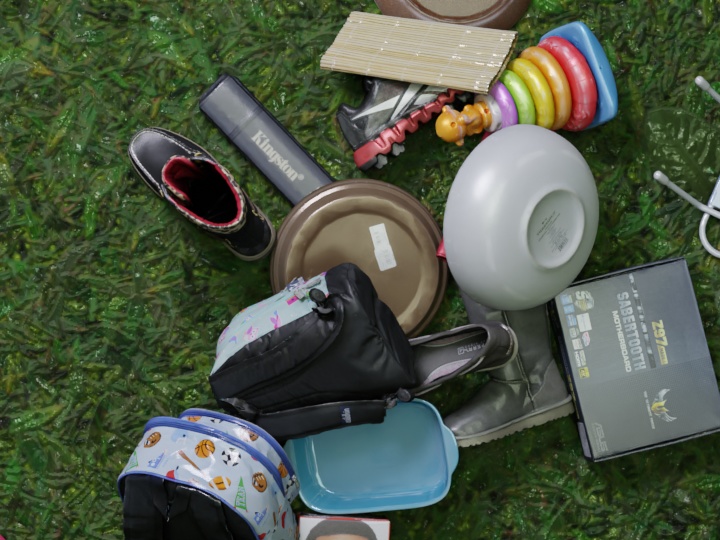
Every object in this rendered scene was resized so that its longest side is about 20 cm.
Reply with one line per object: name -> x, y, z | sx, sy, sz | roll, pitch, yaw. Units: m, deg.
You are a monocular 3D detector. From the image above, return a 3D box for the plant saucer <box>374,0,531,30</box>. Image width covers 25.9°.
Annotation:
plant saucer -> 0.105, -0.349, 1.753 | 0.200, 0.034, 0.201 | 0, 87, -4

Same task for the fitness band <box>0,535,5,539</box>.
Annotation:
fitness band -> -0.431, 0.366, 1.675 | 0.143, 0.037, 0.201 | -7, 87, -2

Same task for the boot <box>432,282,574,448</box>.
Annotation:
boot -> 0.136, 0.081, 1.715 | 0.181, 0.073, 0.200 | -18, 95, -18

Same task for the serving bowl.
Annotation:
serving bowl -> 0.183, -0.050, 1.641 | 0.200, 0.066, 0.201 | -12, 110, -36

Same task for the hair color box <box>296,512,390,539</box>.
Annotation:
hair color box -> -0.024, 0.366, 1.692 | 0.101, 0.061, 0.201 | 2, 86, -3

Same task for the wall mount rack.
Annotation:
wall mount rack -> 0.419, -0.120, 1.744 | 0.173, 0.075, 0.200 | 24, 85, -3

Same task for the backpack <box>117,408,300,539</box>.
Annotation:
backpack -> -0.154, 0.231, 1.610 | 0.200, 0.191, 0.154 | 8, 59, 16

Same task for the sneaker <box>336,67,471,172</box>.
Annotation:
sneaker -> 0.057, -0.199, 1.721 | 0.200, 0.071, 0.098 | -38, 91, -5

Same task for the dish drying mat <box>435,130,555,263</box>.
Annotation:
dish drying mat -> 0.150, -0.084, 1.718 | 0.077, 0.018, 0.200 | 23, 67, -1

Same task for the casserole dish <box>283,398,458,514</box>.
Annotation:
casserole dish -> 0.014, 0.196, 1.684 | 0.200, 0.039, 0.121 | -8, 94, 19

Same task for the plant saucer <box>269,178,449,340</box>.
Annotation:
plant saucer -> 0.000, 0.000, 1.711 | 0.200, 0.029, 0.201 | -1, 97, -6

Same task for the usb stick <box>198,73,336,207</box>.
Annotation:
usb stick -> -0.096, -0.132, 1.726 | 0.055, 0.033, 0.200 | -44, 91, -6

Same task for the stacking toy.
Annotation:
stacking toy -> 0.165, -0.180, 1.687 | 0.200, 0.110, 0.116 | -24, 94, -21

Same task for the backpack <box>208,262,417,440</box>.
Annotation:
backpack -> -0.058, 0.091, 1.642 | 0.200, 0.127, 0.167 | -25, 111, 18

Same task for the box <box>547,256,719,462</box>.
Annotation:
box -> 0.304, 0.098, 1.736 | 0.157, 0.051, 0.200 | -12, 88, -6

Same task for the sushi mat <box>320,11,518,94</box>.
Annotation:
sushi mat -> 0.064, -0.238, 1.693 | 0.200, 0.012, 0.096 | 11, 51, 22

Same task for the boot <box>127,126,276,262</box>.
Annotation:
boot -> -0.179, -0.094, 1.650 | 0.200, 0.151, 0.073 | 44, 88, 11

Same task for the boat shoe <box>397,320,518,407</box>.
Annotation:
boat shoe -> 0.070, 0.097, 1.672 | 0.200, 0.057, 0.067 | -22, 67, 26
